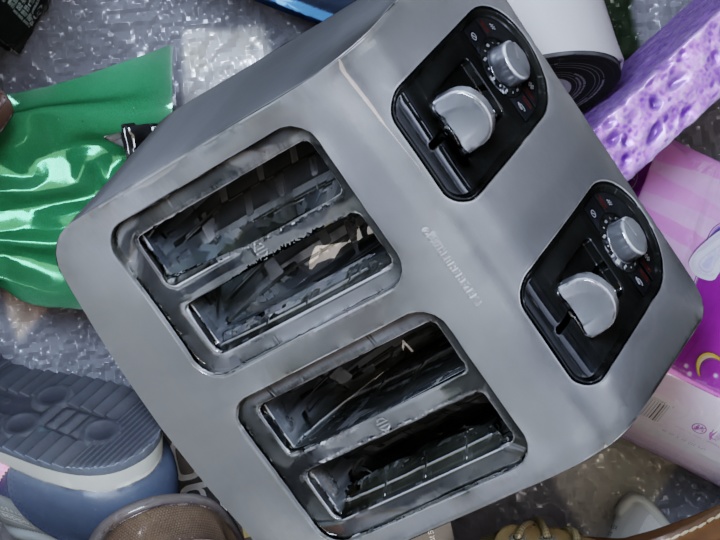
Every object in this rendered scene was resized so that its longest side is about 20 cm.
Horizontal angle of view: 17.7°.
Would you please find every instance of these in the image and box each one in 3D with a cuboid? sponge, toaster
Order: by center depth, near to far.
[{"bbox_3d":[0.000,0.000,0.889,0.200,0.119,0.181,-27,103,32],"label":"toaster"},{"bbox_3d":[0.144,-0.093,0.986,0.200,0.112,0.030,-43,95,-2],"label":"sponge"}]

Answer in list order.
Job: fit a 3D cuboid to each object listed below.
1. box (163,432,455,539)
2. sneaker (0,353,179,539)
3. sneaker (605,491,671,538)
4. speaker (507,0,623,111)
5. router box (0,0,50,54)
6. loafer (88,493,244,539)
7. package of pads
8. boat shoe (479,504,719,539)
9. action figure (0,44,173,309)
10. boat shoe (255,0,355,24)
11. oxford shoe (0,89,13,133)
[{"bbox_3d":[-0.031,0.151,1.006,0.157,0.050,0.200,-12,90,-2],"label":"box"},{"bbox_3d":[-0.152,0.079,0.963,0.070,0.200,0.082,-36,127,-33],"label":"sneaker"},{"bbox_3d":[0.197,0.142,1.006,0.200,0.075,0.087,13,83,-2],"label":"sneaker"},{"bbox_3d":[0.047,-0.162,0.974,0.081,0.081,0.200,-14,73,-2],"label":"speaker"},{"bbox_3d":[-0.220,-0.170,0.955,0.200,0.150,0.062,30,88,-2],"label":"router box"},{"bbox_3d":[-0.061,0.179,0.908,0.073,0.071,0.200,-15,119,-14],"label":"loafer"},{"bbox_3d":[0.186,0.040,0.988,0.200,0.076,0.121,26,60,-2],"label":"package of pads"},{"bbox_3d":[0.074,0.137,0.948,0.200,0.076,0.074,-28,74,-4],"label":"boat shoe"},{"bbox_3d":[-0.173,-0.032,1.003,0.200,0.055,0.118,-3,90,5],"label":"action figure"},{"bbox_3d":[-0.060,-0.160,0.994,0.200,0.084,0.069,25,93,-4],"label":"boat shoe"},{"bbox_3d":[-0.232,-0.093,0.984,0.200,0.071,0.073,36,56,23],"label":"oxford shoe"}]
